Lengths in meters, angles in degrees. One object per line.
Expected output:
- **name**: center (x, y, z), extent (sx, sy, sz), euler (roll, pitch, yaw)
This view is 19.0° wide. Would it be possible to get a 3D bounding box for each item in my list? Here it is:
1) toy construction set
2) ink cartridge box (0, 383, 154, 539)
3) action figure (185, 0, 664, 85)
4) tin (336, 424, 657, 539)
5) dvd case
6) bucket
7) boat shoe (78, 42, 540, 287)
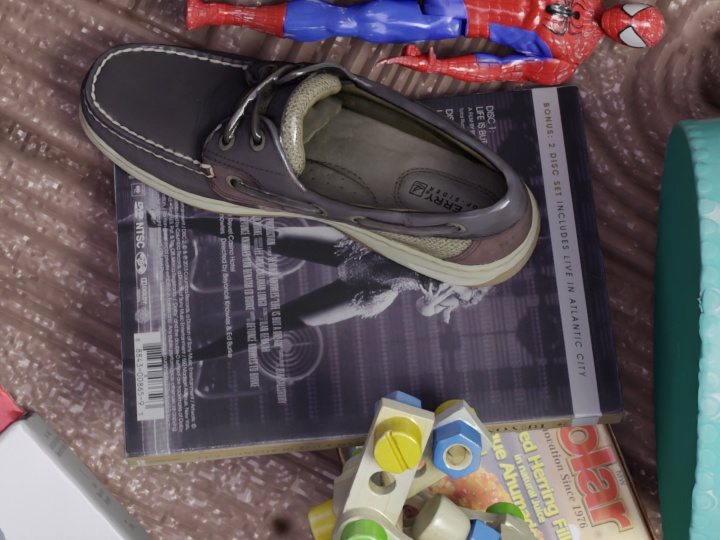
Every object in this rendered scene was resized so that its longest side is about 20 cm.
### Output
- **toy construction set**: center (-0.005, 0.140, 0.845), extent (0.131, 0.092, 0.200), euler (40, 123, -16)
- **ink cartridge box**: center (-0.209, 0.129, 0.896), extent (0.200, 0.045, 0.176), euler (-43, 93, 0)
- **action figure**: center (0.028, -0.113, 0.894), extent (0.198, 0.052, 0.066), euler (7, 87, -3)
- **tin**: center (0.061, 0.103, 0.904), extent (0.111, 0.042, 0.201), euler (-21, 91, 4)
- **dvd case**: center (0.000, 0.000, 0.880), extent (0.198, 0.016, 0.150), euler (-5, 65, 0)
- **bucket**: center (0.186, 0.032, 0.820), extent (0.134, 0.207, 0.209), euler (1, 92, 3)
- **boat shoe**: center (-0.022, -0.054, 0.860), extent (0.199, 0.065, 0.072), euler (22, 69, 12)
